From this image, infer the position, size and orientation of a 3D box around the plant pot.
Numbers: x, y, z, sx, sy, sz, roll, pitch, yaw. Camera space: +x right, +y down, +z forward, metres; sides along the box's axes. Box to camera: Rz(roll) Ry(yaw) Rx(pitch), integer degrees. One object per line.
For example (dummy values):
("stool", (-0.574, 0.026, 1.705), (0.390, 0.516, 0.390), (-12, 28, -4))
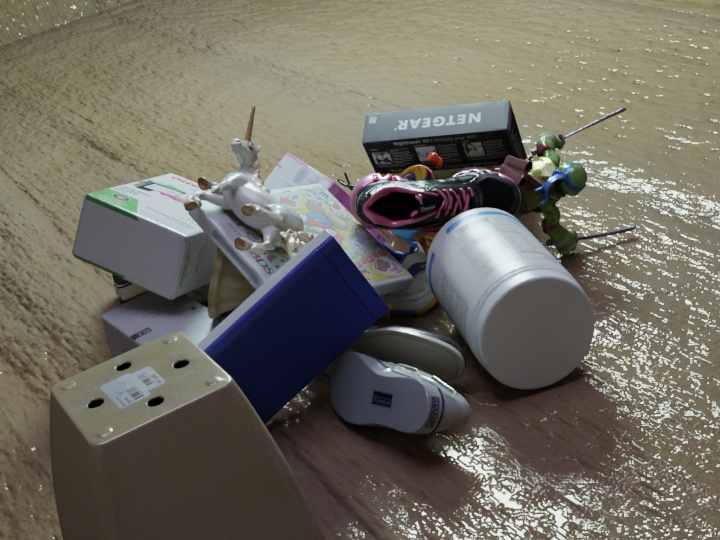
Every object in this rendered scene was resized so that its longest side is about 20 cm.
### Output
("plant pot", (-0.177, 0.176, 1.131), (0.198, 0.179, 0.199), (-23, 28, -22))

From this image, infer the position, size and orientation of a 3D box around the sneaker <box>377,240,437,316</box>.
("sneaker", (0.000, 0.000, 1.501), (0.198, 0.089, 0.075), (-1, 30, 25))

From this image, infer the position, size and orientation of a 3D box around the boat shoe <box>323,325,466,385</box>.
("boat shoe", (0.036, 0.080, 1.344), (0.198, 0.073, 0.063), (1, 28, 38))

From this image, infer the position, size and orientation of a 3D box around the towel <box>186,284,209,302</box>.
("towel", (-0.195, -0.025, 1.688), (0.170, 0.049, 0.199), (-32, 32, -28))

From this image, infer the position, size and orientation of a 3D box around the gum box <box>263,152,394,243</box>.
("gum box", (-0.045, -0.075, 1.604), (0.066, 0.113, 0.200), (-51, 27, 0))

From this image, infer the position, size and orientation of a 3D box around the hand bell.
("hand bell", (-0.063, 0.024, 1.389), (0.198, 0.105, 0.104), (13, 29, 3))

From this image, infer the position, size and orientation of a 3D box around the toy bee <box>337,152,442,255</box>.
("toy bee", (0.076, -0.085, 1.522), (0.109, 0.200, 0.131), (-49, 0, 5))

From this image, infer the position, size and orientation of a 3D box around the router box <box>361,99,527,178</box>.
("router box", (0.118, -0.149, 1.659), (0.198, 0.158, 0.053), (-3, 56, 18))

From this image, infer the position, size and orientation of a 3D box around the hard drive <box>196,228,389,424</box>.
("hard drive", (-0.076, 0.067, 1.271), (0.200, 0.132, 0.025), (-42, 44, -4))

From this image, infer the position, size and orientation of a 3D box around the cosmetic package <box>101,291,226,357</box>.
("cosmetic package", (-0.210, 0.090, 1.434), (0.101, 0.075, 0.199), (-27, 28, -28))

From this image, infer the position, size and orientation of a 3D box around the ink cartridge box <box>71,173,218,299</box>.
("ink cartridge box", (-0.231, -0.047, 1.515), (0.144, 0.085, 0.200), (22, 19, 17))

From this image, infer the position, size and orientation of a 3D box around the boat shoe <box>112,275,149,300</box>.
("boat shoe", (-0.289, -0.002, 1.594), (0.070, 0.064, 0.200), (-21, 8, -21))

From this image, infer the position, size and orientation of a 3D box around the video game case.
("video game case", (-0.065, -0.028, 1.386), (0.199, 0.023, 0.182), (-11, 47, -45))

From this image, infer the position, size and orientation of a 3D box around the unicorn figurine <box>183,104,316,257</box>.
("unicorn figurine", (-0.121, -0.080, 1.347), (0.074, 0.201, 0.137), (-45, -17, 28))

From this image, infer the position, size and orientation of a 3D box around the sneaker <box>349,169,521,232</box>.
("sneaker", (0.087, -0.074, 1.410), (0.197, 0.080, 0.095), (-4, 5, 0))

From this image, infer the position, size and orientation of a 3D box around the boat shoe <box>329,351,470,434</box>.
("boat shoe", (0.037, 0.126, 1.261), (0.065, 0.073, 0.199), (12, -5, -31))

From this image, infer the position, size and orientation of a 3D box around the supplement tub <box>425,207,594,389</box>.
("supplement tub", (0.155, 0.025, 1.330), (0.131, 0.133, 0.200), (-16, 27, -7))

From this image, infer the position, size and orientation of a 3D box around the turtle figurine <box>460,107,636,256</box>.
("turtle figurine", (0.228, -0.091, 1.545), (0.193, 0.145, 0.199), (-10, 15, 43))
